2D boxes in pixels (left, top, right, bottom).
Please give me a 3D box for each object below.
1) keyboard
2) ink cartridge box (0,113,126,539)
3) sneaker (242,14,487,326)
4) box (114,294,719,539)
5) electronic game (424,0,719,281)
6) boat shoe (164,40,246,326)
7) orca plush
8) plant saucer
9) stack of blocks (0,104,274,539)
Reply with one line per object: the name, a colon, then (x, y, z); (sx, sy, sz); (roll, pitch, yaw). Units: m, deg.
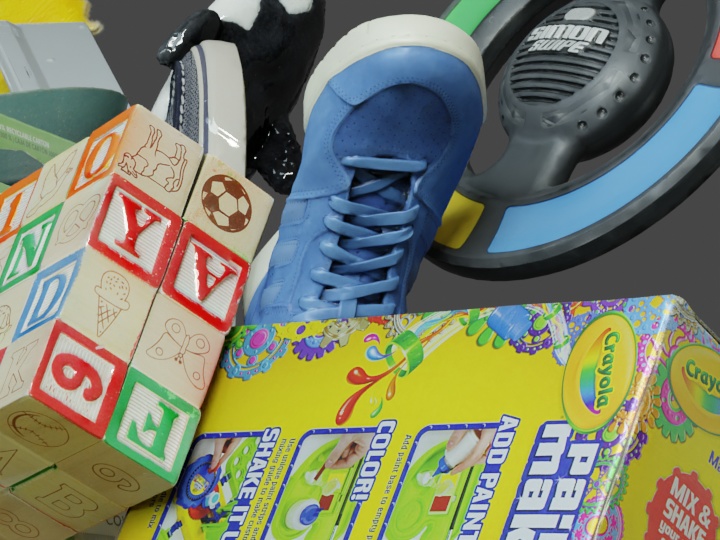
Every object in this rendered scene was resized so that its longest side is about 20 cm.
keyboard: (-0.138, -0.076, 1.394); (0.200, 0.056, 0.011); (-121, 39, -53)
ink cartridge box: (-0.103, 0.028, 1.084); (0.059, 0.104, 0.200); (-17, 70, 30)
sneaker: (0.001, 0.000, 1.105); (0.200, 0.077, 0.111); (119, 155, -46)
box: (0.058, 0.114, 0.886); (0.193, 0.200, 0.122); (-6, 52, 43)
electronic game: (0.092, -0.081, 1.172); (0.200, 0.042, 0.200); (-27, 40, 25)
boat shoe: (-0.098, -0.009, 1.188); (0.093, 0.075, 0.200); (4, 64, -6)
orca plush: (-0.061, -0.055, 1.275); (0.071, 0.105, 0.200); (26, 54, 16)
plant saucer: (-0.195, -0.035, 1.251); (0.200, 0.200, 0.036); (-19, 83, 32)
stack of blocks: (-0.124, 0.037, 0.954); (0.200, 0.059, 0.115); (-27, 37, 46)
